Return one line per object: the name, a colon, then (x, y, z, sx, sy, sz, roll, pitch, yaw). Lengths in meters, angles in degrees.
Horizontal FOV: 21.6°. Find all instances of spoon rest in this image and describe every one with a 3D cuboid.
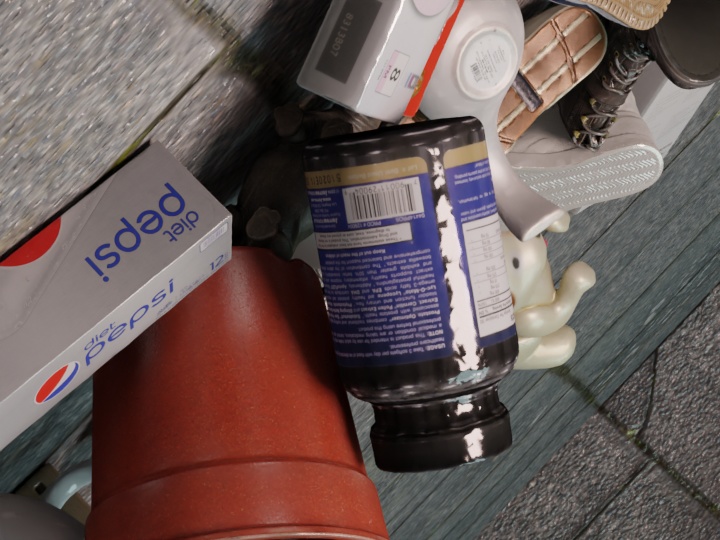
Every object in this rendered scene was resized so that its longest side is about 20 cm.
spoon rest: (0.085, -0.114, 1.311, 0.099, 0.061, 0.200, -34, 126, -16)

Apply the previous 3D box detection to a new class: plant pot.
plant pot: (-0.085, 0.102, 1.175, 0.200, 0.196, 0.201, -7, 157, -3)

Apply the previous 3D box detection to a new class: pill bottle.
pill bottle: (0.034, 0.014, 1.131, 0.111, 0.201, 0.112, -9, -174, 1)

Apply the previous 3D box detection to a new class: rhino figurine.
rhino figurine: (-0.027, -0.077, 1.216, 0.200, 0.060, 0.087, -50, 164, -10)

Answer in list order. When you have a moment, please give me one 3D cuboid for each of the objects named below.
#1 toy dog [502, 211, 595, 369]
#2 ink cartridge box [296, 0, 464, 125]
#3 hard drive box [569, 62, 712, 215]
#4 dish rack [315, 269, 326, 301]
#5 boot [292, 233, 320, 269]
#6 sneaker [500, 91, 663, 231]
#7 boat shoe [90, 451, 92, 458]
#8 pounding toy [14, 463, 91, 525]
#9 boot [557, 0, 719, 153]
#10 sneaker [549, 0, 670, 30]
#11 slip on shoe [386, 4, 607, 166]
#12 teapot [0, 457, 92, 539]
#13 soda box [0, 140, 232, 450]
toy dog: (0.109, 0.002, 1.682, 0.193, 0.140, 0.200, -7, 162, 0)
ink cartridge box: (0.047, -0.166, 1.133, 0.200, 0.057, 0.163, 8, 108, -65)
hard drive box: (0.249, -0.164, 1.683, 0.156, 0.077, 0.200, -30, 159, -45)
dish rack: (0.000, 0.000, 1.395, 0.200, 0.055, 0.153, -43, -164, -31)
boot: (0.028, -0.051, 1.280, 0.200, 0.073, 0.090, 2, -144, 50)
sneaker: (0.138, -0.101, 1.552, 0.199, 0.116, 0.074, -10, 134, 0)
boat shoe: (-0.132, 0.118, 1.436, 0.065, 0.074, 0.200, -48, 155, 25)
pounding toy: (-0.178, 0.235, 1.371, 0.142, 0.184, 0.200, -43, 164, -11)
boot: (0.205, -0.156, 1.434, 0.069, 0.200, 0.174, 7, 134, -18)
sneaker: (0.112, -0.210, 1.175, 0.200, 0.108, 0.070, 23, 94, -58)
slip on shoe: (0.092, -0.129, 1.397, 0.200, 0.076, 0.061, -41, -164, -13)
teapot: (-0.249, 0.220, 1.235, 0.199, 0.146, 0.198, 5, 107, -27)
soda box: (-0.167, 0.018, 1.073, 0.200, 0.068, 0.063, -40, 165, -19)
